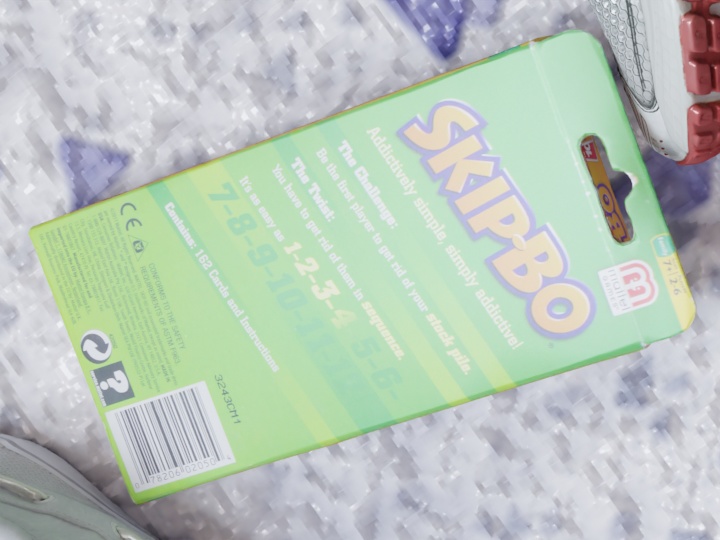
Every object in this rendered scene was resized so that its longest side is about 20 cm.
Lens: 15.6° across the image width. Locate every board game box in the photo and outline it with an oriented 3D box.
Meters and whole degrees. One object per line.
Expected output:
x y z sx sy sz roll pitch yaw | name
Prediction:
0.000 0.000 0.802 0.200 0.030 0.096 -18 95 27 | board game box

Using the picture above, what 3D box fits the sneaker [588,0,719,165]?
0.072 -0.127 0.765 0.082 0.078 0.200 -9 102 41 | sneaker

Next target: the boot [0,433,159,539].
-0.068 0.126 0.817 0.200 0.096 0.074 30 104 7 | boot
